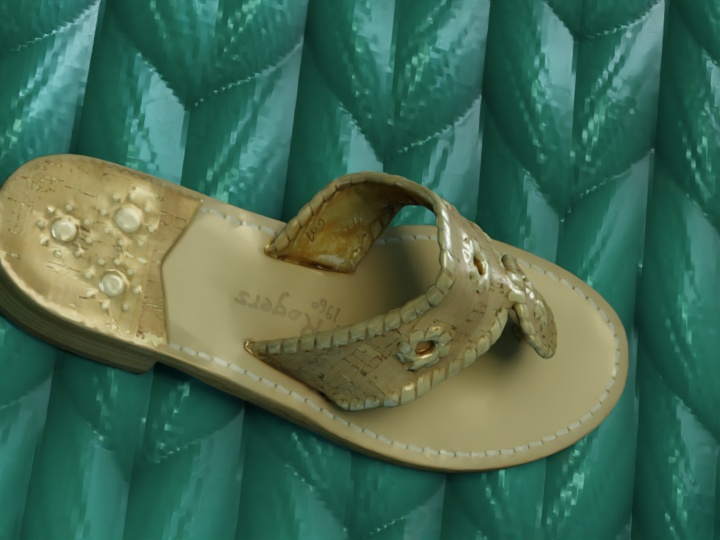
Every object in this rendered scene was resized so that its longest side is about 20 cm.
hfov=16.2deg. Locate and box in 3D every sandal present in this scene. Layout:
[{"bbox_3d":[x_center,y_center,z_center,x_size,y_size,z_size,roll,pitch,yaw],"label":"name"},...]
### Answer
[{"bbox_3d":[0.000,0.005,0.725,0.211,0.070,0.078,13,67,-21],"label":"sandal"}]
